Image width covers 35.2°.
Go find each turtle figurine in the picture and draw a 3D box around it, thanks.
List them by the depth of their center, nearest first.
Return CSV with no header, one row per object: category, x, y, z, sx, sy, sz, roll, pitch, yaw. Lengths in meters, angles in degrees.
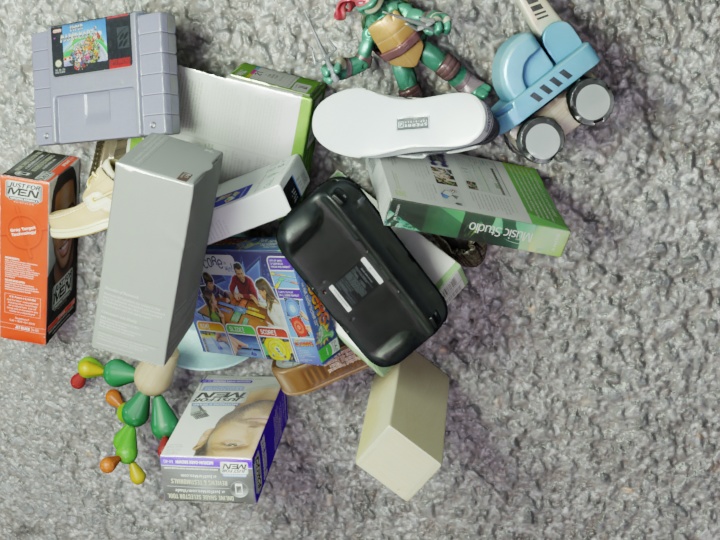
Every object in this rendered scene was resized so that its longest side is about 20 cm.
turtle figurine,0.042,-0.237,1.197,0.149,0.102,0.200,-24,125,34

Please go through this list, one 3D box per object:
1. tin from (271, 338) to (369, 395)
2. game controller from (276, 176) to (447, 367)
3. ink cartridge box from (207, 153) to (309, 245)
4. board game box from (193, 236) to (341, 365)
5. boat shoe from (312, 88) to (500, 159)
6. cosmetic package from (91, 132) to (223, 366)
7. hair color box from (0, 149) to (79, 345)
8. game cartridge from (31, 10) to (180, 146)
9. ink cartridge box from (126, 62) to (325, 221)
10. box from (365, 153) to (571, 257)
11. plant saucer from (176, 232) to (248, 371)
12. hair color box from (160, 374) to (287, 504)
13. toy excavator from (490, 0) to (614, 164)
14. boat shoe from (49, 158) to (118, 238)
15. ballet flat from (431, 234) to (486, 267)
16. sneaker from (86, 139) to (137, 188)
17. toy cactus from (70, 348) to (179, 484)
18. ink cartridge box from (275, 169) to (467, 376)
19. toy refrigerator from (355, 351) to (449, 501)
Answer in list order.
tin,-0.015,0.081,1.324,0.198,0.112,0.042,-25,106,15
game controller,0.003,0.004,1.166,0.104,0.042,0.201,-37,106,5
ink cartridge box,-0.155,-0.061,1.212,0.197,0.100,0.040,-18,111,17
board game box,-0.120,0.031,1.264,0.198,0.034,0.137,3,117,42
boat shoe,0.048,-0.150,1.180,0.197,0.068,0.073,-1,84,25
cosmetic package,-0.201,-0.022,1.124,0.089,0.107,0.203,13,112,5
hair color box,-0.376,-0.027,1.334,0.060,0.102,0.203,9,113,4
game cartridge,-0.280,-0.206,1.229,0.197,0.038,0.132,-1,98,33
ink cartridge box,-0.152,-0.156,1.268,0.197,0.076,0.150,15,114,5
box,0.110,-0.079,1.202,0.197,0.145,0.037,9,120,-13
plant saucer,-0.193,0.022,1.364,0.197,0.039,0.204,3,111,6
hair color box,-0.156,0.195,1.340,0.107,0.200,0.066,0,113,7
toy excavator,0.188,-0.240,1.177,0.194,0.100,0.201,-37,101,5
boat shoe,-0.260,-0.090,1.242,0.197,0.074,0.070,-17,104,17
ballet flat,0.077,-0.083,1.282,0.067,0.046,0.201,-32,105,17
sneaker,-0.260,-0.146,1.301,0.075,0.071,0.202,11,114,-24
toy cactus,-0.273,0.154,1.370,0.200,0.101,0.166,47,120,29
ink cartridge box,0.000,0.000,1.268,0.146,0.048,0.199,-47,60,-7
toy refrigerator,0.050,0.171,1.305,0.076,0.201,0.070,37,113,-9
